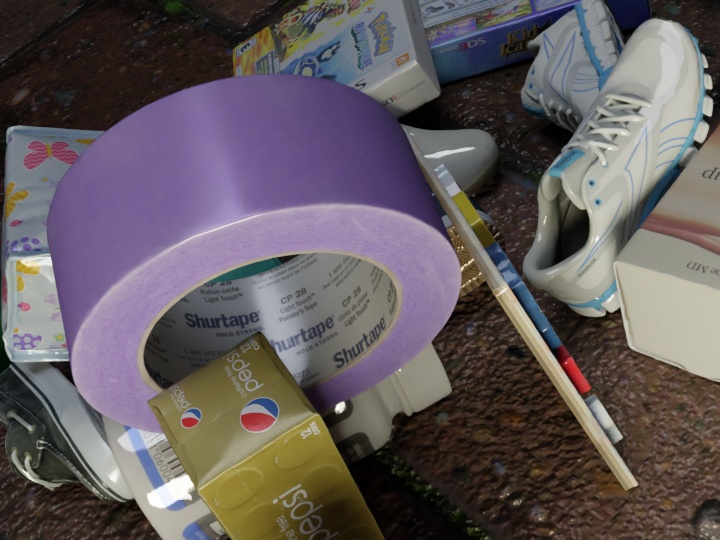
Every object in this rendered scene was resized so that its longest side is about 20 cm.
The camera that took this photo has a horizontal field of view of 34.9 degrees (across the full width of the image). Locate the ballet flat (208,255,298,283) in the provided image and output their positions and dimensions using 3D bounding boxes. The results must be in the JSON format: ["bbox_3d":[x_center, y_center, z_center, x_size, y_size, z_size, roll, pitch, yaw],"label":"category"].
[{"bbox_3d":[-0.056,-0.016,0.784,0.200,0.074,0.074,-37,42,1],"label":"ballet flat"}]

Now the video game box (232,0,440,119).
[{"bbox_3d":[-0.029,-0.176,1.007,0.182,0.047,0.200,-28,39,16],"label":"video game box"}]

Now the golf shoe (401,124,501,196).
[{"bbox_3d":[0.007,-0.085,0.889,0.200,0.092,0.073,-9,44,9],"label":"golf shoe"}]

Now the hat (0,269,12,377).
[{"bbox_3d":[-0.351,0.005,0.895,0.166,0.176,0.200,-34,40,-13],"label":"hat"}]

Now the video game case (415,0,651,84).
[{"bbox_3d":[0.146,-0.259,1.040,0.200,0.045,0.181,-15,42,12],"label":"video game case"}]

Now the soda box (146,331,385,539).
[{"bbox_3d":[-0.038,0.124,0.609,0.068,0.200,0.064,-32,49,-9],"label":"soda box"}]

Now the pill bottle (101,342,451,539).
[{"bbox_3d":[-0.051,0.083,0.727,0.200,0.114,0.114,-28,41,-4],"label":"pill bottle"}]

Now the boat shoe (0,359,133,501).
[{"bbox_3d":[-0.212,0.122,0.808,0.071,0.072,0.200,-46,34,-12],"label":"boat shoe"}]

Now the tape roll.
[{"bbox_3d":[-0.055,-0.001,0.592,0.200,0.200,0.085,-22,57,3],"label":"tape roll"}]

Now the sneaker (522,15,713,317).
[{"bbox_3d":[0.159,-0.070,0.732,0.075,0.087,0.200,20,94,46],"label":"sneaker"}]

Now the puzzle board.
[{"bbox_3d":[0.094,0.022,0.656,0.017,0.200,0.151,-32,41,6],"label":"puzzle board"}]

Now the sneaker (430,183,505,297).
[{"bbox_3d":[0.000,0.000,0.825,0.200,0.070,0.109,-28,33,5],"label":"sneaker"}]

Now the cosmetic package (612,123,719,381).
[{"bbox_3d":[0.256,-0.031,0.719,0.103,0.087,0.200,20,57,37],"label":"cosmetic package"}]

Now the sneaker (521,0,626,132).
[{"bbox_3d":[0.169,-0.128,0.876,0.087,0.075,0.200,-25,37,21],"label":"sneaker"}]

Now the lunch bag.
[{"bbox_3d":[-0.169,-0.026,0.874,0.200,0.127,0.170,3,39,-18],"label":"lunch bag"}]
